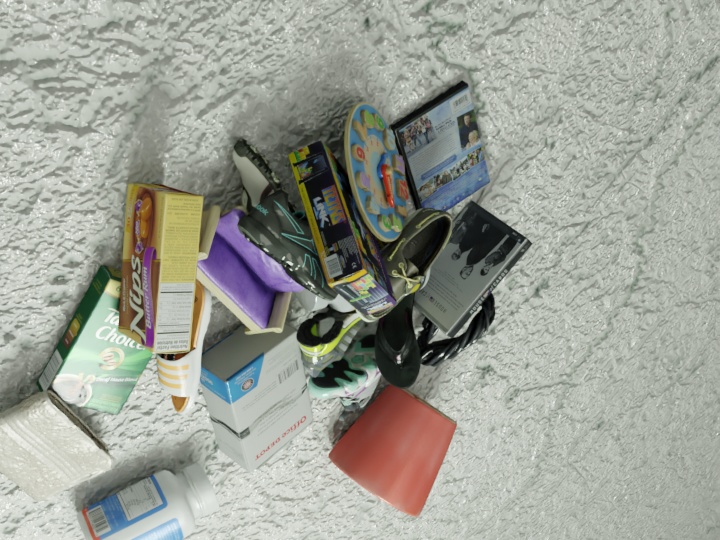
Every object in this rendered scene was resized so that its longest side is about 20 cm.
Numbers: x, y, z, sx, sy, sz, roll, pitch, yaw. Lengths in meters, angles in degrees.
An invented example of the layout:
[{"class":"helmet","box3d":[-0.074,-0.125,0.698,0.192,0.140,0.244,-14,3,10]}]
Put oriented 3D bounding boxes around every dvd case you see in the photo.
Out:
[{"class":"dvd case","box3d":[0.167,-0.005,1.425,0.200,0.150,0.025,-50,133,3]},{"class":"dvd case","box3d":[0.131,-0.183,1.374,0.142,0.018,0.200,-33,134,-13]}]

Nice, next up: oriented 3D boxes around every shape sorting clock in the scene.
[{"class":"shape sorting clock","box3d":[0.027,-0.140,1.230,0.039,0.200,0.200,-9,136,20]}]

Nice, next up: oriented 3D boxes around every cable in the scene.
[{"class":"cable","box3d":[0.147,0.097,1.450,0.051,0.200,0.163,49,64,-12]}]

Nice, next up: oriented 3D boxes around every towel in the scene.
[{"class":"towel","box3d":[-0.441,0.250,1.206,0.132,0.035,0.200,-26,137,-1]}]

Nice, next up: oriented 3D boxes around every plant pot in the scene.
[{"class":"plant pot","box3d":[0.069,0.310,1.551,0.200,0.200,0.178,36,85,-44]}]

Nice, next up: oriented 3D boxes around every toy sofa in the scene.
[{"class":"toy sofa","box3d":[-0.164,0.003,1.207,0.200,0.097,0.083,51,39,-43]}]

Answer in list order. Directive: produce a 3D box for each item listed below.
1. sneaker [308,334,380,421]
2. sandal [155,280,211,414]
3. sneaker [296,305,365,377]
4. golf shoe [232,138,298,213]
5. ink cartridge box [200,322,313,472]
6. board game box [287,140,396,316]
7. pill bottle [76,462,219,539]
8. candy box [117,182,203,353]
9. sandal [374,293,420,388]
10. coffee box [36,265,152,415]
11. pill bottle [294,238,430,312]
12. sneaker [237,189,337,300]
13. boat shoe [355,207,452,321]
[{"class":"sneaker","box3d":[-0.024,0.203,1.452,0.200,0.078,0.140,-23,139,-48]},{"class":"sandal","box3d":[-0.265,0.107,1.246,0.059,0.079,0.207,1,109,-35]},{"class":"sneaker","box3d":[-0.038,0.093,1.367,0.200,0.074,0.081,-37,145,-47]},{"class":"golf shoe","box3d":[-0.138,-0.089,1.205,0.088,0.077,0.200,-29,129,-1]},{"class":"ink cartridge box","box3d":[-0.161,0.189,1.342,0.144,0.084,0.201,-36,135,-34]},{"class":"board game box","box3d":[-0.022,-0.054,1.190,0.057,0.201,0.165,-23,158,11]},{"class":"pill bottle","box3d":[-0.328,0.383,1.352,0.199,0.112,0.113,-23,130,-21]},{"class":"candy box","box3d":[-0.258,-0.005,1.105,0.056,0.117,0.201,1,101,-38]},{"class":"sandal","box3d":[0.056,0.091,1.409,0.075,0.201,0.048,-5,170,12]},{"class":"coffee box","box3d":[-0.346,0.099,1.198,0.123,0.044,0.200,24,102,-42]},{"class":"pill bottle","box3d":[0.000,0.000,1.335,0.199,0.112,0.112,-16,127,-28]},{"class":"sneaker","box3d":[-0.079,-0.029,1.180,0.079,0.075,0.200,-53,134,-9]},{"class":"boat shoe","box3d":[0.065,-0.010,1.272,0.072,0.060,0.202,43,72,-23]}]
